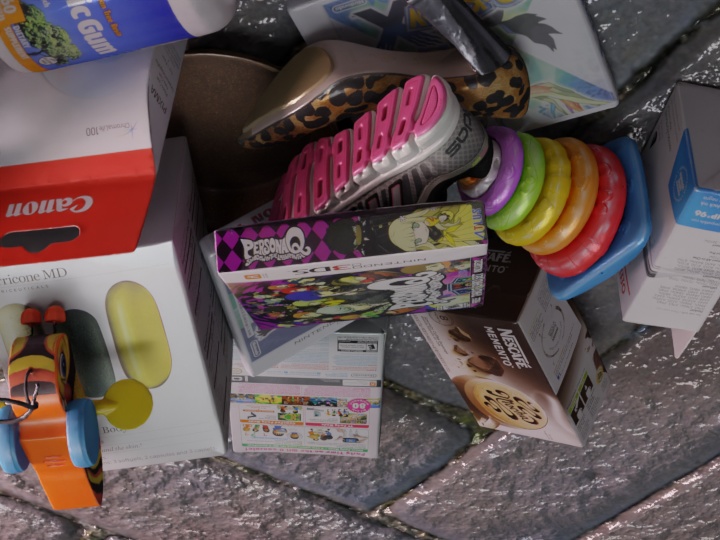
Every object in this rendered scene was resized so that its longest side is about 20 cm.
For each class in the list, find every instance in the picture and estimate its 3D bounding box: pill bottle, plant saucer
[{"bbox_3d":[-0.147,-0.203,0.942,0.199,0.113,0.112,-10,139,15],"label":"pill bottle"},{"bbox_3d":[-0.112,-0.106,1.119,0.199,0.037,0.201,2,141,1],"label":"plant saucer"}]

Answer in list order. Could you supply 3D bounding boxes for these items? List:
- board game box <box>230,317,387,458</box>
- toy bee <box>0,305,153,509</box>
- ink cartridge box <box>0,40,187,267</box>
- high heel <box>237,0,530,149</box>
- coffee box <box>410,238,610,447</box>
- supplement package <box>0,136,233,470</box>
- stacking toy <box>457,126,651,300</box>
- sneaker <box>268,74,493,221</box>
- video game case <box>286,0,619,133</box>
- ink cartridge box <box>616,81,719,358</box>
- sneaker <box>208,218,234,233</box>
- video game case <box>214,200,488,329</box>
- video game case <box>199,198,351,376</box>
[{"bbox_3d":[-0.050,0.095,1.339,0.146,0.065,0.201,3,139,0],"label":"board game box"},{"bbox_3d":[-0.209,0.086,0.991,0.130,0.109,0.200,6,150,-16],"label":"toy bee"},{"bbox_3d":[-0.215,-0.097,0.992,0.159,0.201,0.047,-5,143,17],"label":"ink cartridge box"},{"bbox_3d":[0.020,-0.114,1.034,0.199,0.072,0.142,-33,127,22],"label":"high heel"},{"bbox_3d":[0.133,0.063,1.252,0.112,0.080,0.200,9,148,33],"label":"coffee box"},{"bbox_3d":[-0.190,0.028,1.093,0.151,0.151,0.201,-8,125,2],"label":"supplement package"},{"bbox_3d":[0.115,-0.066,1.084,0.199,0.110,0.116,18,141,-30],"label":"stacking toy"},{"bbox_3d":[0.015,-0.059,1.001,0.087,0.074,0.199,29,137,-32],"label":"sneaker"},{"bbox_3d":[0.072,-0.162,1.055,0.199,0.022,0.183,-14,138,18],"label":"video game case"},{"bbox_3d":[0.251,-0.034,1.128,0.067,0.117,0.201,8,139,-7],"label":"ink cartridge box"},{"bbox_3d":[-0.155,-0.004,1.212,0.198,0.078,0.079,3,139,-3],"label":"sneaker"},{"bbox_3d":[0.000,0.000,1.017,0.180,0.036,0.200,-6,167,2],"label":"video game case"},{"bbox_3d":[-0.030,-0.007,1.158,0.181,0.023,0.200,-29,149,-11],"label":"video game case"}]
